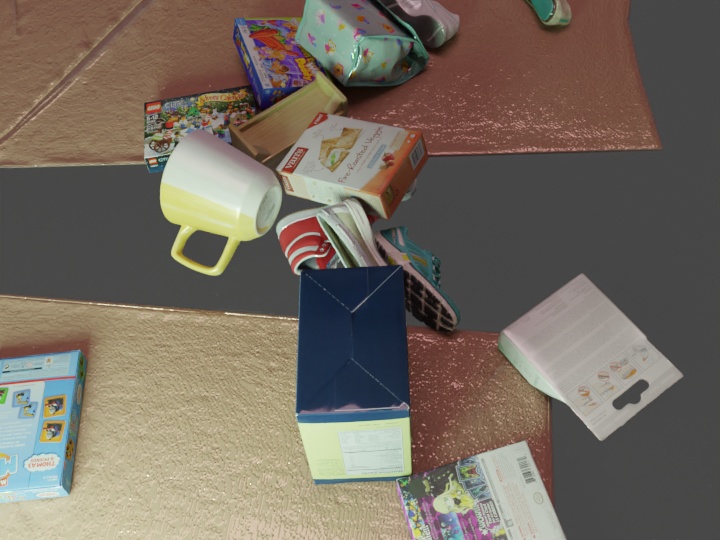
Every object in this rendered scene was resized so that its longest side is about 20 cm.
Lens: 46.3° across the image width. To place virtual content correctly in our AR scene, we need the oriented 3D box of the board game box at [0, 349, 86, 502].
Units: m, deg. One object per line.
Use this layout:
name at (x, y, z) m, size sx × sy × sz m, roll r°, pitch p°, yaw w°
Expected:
board game box at (-0.461, 0.212, 1.148) m, size 0.147 × 0.037 × 0.204 m, roll -6°, pitch 54°, yaw 1°

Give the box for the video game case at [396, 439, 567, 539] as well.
video game case at (0.154, 0.324, 1.017) m, size 0.177 × 0.036 × 0.203 m, roll -15°, pitch 55°, yaw -6°

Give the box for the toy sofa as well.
toy sofa at (-0.116, -0.230, 1.394) m, size 0.198 × 0.098 × 0.083 m, roll -35°, pitch 64°, yaw -19°

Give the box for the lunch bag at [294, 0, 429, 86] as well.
lunch bag at (0.012, -0.416, 1.498) m, size 0.197 × 0.124 × 0.171 m, roll -15°, pitch 50°, yaw -39°

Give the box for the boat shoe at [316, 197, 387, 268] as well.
boat shoe at (0.000, -0.001, 1.206) m, size 0.064 × 0.074 × 0.206 m, roll -19°, pitch 85°, yaw -20°

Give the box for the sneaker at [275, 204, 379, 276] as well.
sneaker at (-0.025, -0.053, 1.280) m, size 0.196 × 0.072 × 0.114 m, roll -20°, pitch 51°, yaw 0°

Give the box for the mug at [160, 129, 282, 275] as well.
mug at (-0.208, -0.104, 1.306) m, size 0.150 × 0.190 × 0.149 m, roll 22°, pitch 30°, yaw 16°

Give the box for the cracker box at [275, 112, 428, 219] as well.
cracker box at (-0.013, -0.163, 1.280) m, size 0.197 × 0.058 × 0.135 m, roll 15°, pitch 58°, yaw 31°

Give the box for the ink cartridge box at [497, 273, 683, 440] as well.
ink cartridge box at (0.310, 0.121, 1.148) m, size 0.159 × 0.051 × 0.201 m, roll -31°, pitch 62°, yaw -17°

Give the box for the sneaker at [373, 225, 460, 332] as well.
sneaker at (0.088, 0.003, 1.232) m, size 0.078 × 0.078 × 0.201 m, roll -23°, pitch 55°, yaw -23°

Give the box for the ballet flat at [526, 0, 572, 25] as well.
ballet flat at (0.348, -0.536, 1.613) m, size 0.061 × 0.068 × 0.203 m, roll 4°, pitch 53°, yaw -28°

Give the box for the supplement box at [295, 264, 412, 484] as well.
supplement box at (-0.004, 0.135, 1.063) m, size 0.131 × 0.202 × 0.204 m, roll -2°, pitch 54°, yaw 3°

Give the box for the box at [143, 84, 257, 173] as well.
box at (-0.275, -0.248, 1.460) m, size 0.195 × 0.038 × 0.139 m, roll -10°, pitch 54°, yaw -3°

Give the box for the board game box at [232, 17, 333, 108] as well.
board game box at (-0.141, -0.377, 1.516) m, size 0.131 × 0.045 × 0.203 m, roll -8°, pitch 53°, yaw -23°

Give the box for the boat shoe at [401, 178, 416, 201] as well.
boat shoe at (-0.004, -0.169, 1.364) m, size 0.195 × 0.066 × 0.075 m, roll 8°, pitch 55°, yaw 10°

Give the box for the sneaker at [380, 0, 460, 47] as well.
sneaker at (0.101, -0.485, 1.590) m, size 0.199 × 0.071 × 0.080 m, roll 37°, pitch 49°, yaw 23°
